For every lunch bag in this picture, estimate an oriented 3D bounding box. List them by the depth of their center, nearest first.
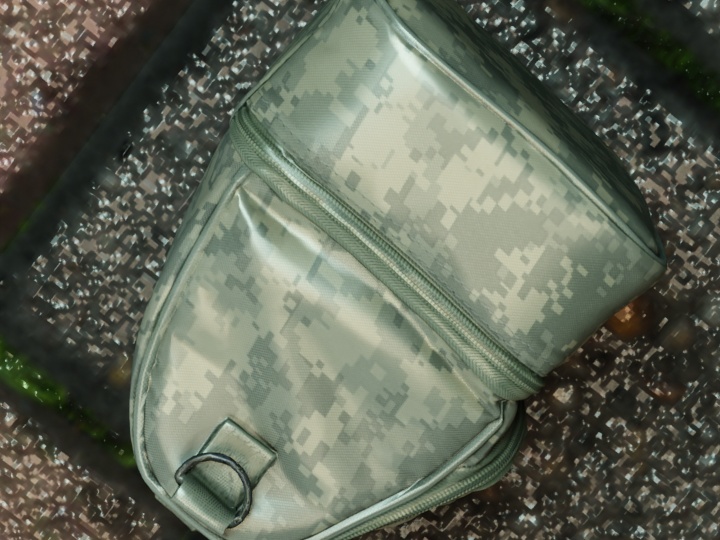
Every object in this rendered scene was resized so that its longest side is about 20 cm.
[{"bbox_3d":[0.000,0.000,0.766,0.139,0.200,0.168,43,100,-7],"label":"lunch bag"}]
